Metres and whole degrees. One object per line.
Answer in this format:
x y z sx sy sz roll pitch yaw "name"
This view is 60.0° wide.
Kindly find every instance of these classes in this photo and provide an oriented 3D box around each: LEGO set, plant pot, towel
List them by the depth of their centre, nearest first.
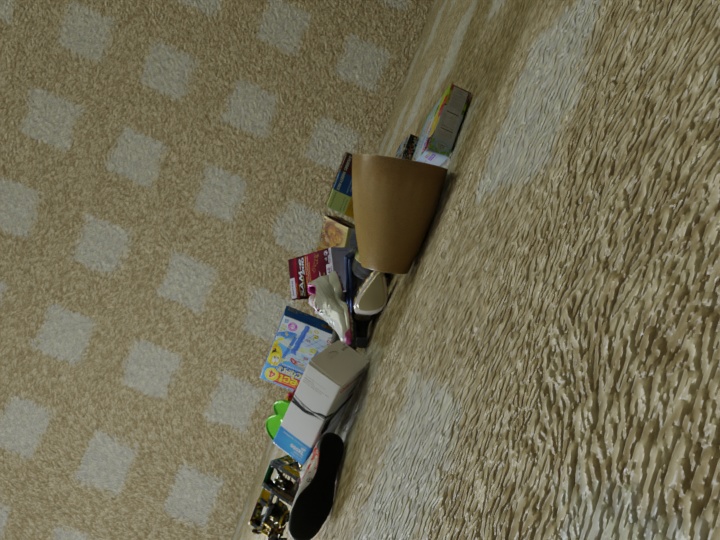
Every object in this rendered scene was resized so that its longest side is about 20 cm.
0.061 -0.102 1.174 0.186 0.180 0.207 -123 41 -83 "plant pot"
-0.144 0.493 1.335 0.204 0.114 0.154 -65 -24 -5 "LEGO set"
0.000 0.000 1.520 0.200 0.023 0.151 -52 -38 -62 "towel"

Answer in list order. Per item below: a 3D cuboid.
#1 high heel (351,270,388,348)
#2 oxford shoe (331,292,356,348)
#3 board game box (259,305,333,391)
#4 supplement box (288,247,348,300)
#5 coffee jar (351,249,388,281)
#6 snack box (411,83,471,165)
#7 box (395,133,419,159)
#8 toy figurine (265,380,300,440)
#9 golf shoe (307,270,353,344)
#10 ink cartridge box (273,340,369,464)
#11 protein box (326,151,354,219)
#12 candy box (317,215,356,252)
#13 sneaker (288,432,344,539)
0.017 0.050 1.384 0.144 0.069 0.205 -91 14 -60 "high heel"
-0.022 0.141 1.572 0.072 0.069 0.205 66 -145 -56 "oxford shoe"
-0.140 0.222 1.631 0.056 0.195 0.200 -87 19 -68 "board game box"
-0.106 0.010 1.590 0.198 0.060 0.113 -14 81 51 "supplement box"
0.052 -0.073 1.398 0.204 0.084 0.104 -67 -15 16 "coffee jar"
0.164 -0.290 1.335 0.200 0.052 0.146 148 144 -81 "snack box"
0.125 -0.322 1.876 0.200 0.037 0.140 -170 101 -84 "box"
-0.125 0.305 1.477 0.186 0.146 0.204 -60 -26 -44 "toy figurine"
-0.068 0.091 1.414 0.203 0.089 0.077 -110 13 -44 "golf shoe"
-0.078 0.261 1.252 0.144 0.083 0.204 -28 -35 -63 "ink cartridge box"
0.027 -0.191 1.547 0.200 0.194 0.138 -103 35 -79 "protein box"
-0.063 -0.029 1.628 0.114 0.054 0.206 28 111 48 "candy box"
-0.087 0.408 1.140 0.109 0.066 0.204 117 175 -48 "sneaker"
